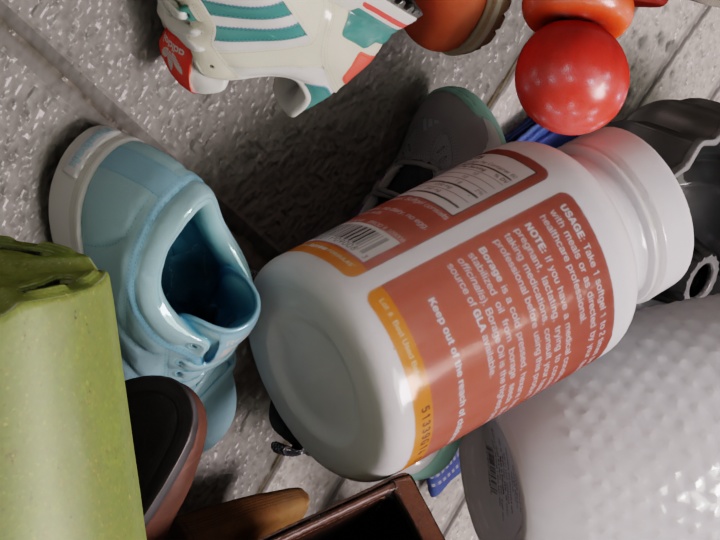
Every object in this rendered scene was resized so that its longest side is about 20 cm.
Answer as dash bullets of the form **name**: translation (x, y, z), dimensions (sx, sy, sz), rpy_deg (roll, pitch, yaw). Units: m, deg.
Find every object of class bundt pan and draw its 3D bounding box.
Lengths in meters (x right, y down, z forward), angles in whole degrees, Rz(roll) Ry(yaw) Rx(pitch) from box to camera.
- **bundt pan**: translation (0.162, -0.010, 1.453), dimensions (0.201, 0.076, 0.203), rpy_deg (-34, 139, -35)

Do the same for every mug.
- **mug**: translation (0.147, 0.118, 1.332), dimensions (0.174, 0.148, 0.201), rpy_deg (-9, 114, -18)

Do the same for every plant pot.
- **plant pot**: translation (-0.160, 0.089, 1.024), dimensions (0.200, 0.199, 0.191), rpy_deg (-13, 109, -51)

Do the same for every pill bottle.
- **pill bottle**: translation (0.055, 0.009, 1.207), dimensions (0.199, 0.112, 0.113), rpy_deg (-27, 133, -29)

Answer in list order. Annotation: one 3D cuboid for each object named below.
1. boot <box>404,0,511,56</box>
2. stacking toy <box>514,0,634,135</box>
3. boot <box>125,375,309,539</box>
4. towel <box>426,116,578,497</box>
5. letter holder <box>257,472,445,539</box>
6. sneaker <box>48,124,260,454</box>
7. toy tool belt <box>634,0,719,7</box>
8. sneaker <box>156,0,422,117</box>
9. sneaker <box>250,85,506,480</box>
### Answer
- **boot**: translation (0.015, -0.175, 1.191), dimensions (0.107, 0.075, 0.201), rpy_deg (-27, 134, -26)
- **stacking toy**: translation (0.107, -0.160, 1.237), dimensions (0.085, 0.085, 0.201), rpy_deg (42, 49, -57)
- **boot**: translation (-0.081, 0.124, 1.218), dimensions (0.200, 0.068, 0.189), rpy_deg (1, 123, -55)
- **towel**: translation (0.080, 0.015, 1.444), dimensions (0.145, 0.024, 0.201), rpy_deg (-39, 140, -34)
- **letter holder**: translation (-0.039, 0.195, 1.198), dimensions (0.141, 0.101, 0.200), rpy_deg (-21, 162, -24)
- **sneaker**: translation (-0.080, 0.027, 1.166), dimensions (0.074, 0.082, 0.201), rpy_deg (-48, 145, -23)
- **toy tool belt**: translation (0.195, -0.198, 1.327), dimensions (0.124, 0.199, 0.124), rpy_deg (5, 91, -37)
- **sneaker**: translation (-0.064, -0.119, 1.103), dimensions (0.093, 0.070, 0.199), rpy_deg (-48, 141, 18)
- **sneaker**: translation (0.000, 0.000, 1.273), dimensions (0.139, 0.077, 0.201), rpy_deg (11, 85, -42)
